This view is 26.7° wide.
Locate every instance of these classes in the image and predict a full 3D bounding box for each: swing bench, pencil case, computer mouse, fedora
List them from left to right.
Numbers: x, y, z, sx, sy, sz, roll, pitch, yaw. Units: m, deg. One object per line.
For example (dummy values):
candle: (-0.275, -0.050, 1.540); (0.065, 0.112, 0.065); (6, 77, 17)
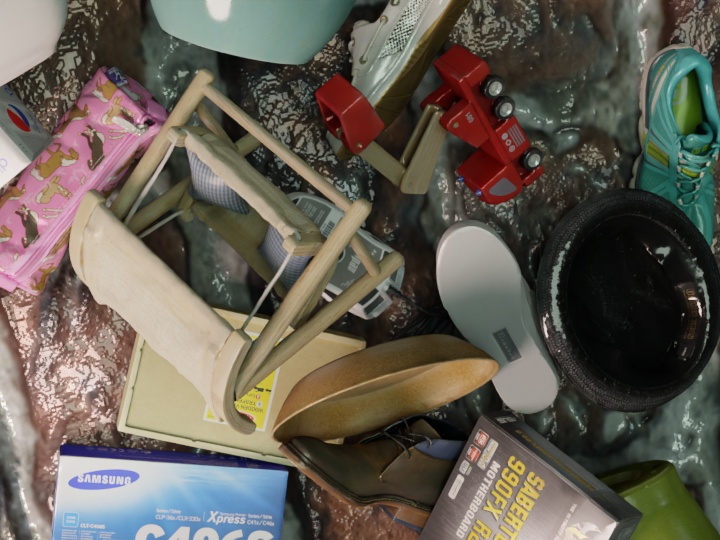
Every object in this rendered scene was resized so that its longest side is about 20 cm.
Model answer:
pencil case: (-0.241, -0.072, 1.253); (0.083, 0.087, 0.200); (40, 92, 8)
swing bench: (-0.110, -0.013, 1.214); (0.199, 0.130, 0.200); (40, 84, 26)
computer mouse: (0.000, 0.000, 1.333); (0.200, 0.044, 0.110); (35, 81, -14)
fedora: (0.223, 0.025, 1.347); (0.200, 0.092, 0.201); (-2, 94, -22)

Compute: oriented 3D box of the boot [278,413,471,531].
boot: (0.017, 0.154, 1.315); (0.200, 0.075, 0.097); (29, 97, -47)

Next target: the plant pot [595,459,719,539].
plant pot: (0.252, 0.281, 1.361); (0.200, 0.200, 0.193); (-22, 89, -7)

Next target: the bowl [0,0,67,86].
bowl: (-0.318, -0.187, 1.178); (0.199, 0.200, 0.075); (-31, 123, -6)

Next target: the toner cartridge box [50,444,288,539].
toner cartridge box: (-0.168, 0.209, 1.332); (0.199, 0.043, 0.095); (5, 96, -11)

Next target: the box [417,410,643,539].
box: (0.132, 0.248, 1.320); (0.048, 0.158, 0.200); (-2, 123, -51)

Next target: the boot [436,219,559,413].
boot: (0.115, 0.025, 1.319); (0.073, 0.096, 0.200); (-19, 119, 8)

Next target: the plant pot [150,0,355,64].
plant pot: (-0.084, -0.257, 1.210); (0.200, 0.201, 0.161); (12, 106, -12)

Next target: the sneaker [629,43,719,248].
sneaker: (0.286, -0.101, 1.355); (0.077, 0.080, 0.201); (-7, 100, -10)

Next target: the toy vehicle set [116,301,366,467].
toy vehicle set: (-0.104, 0.099, 1.337); (0.200, 0.027, 0.125); (14, 95, -12)

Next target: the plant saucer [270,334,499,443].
plant saucer: (0.016, 0.095, 1.264); (0.200, 0.200, 0.036); (-15, 74, -8)

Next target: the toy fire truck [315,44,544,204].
toy fire truck: (0.063, -0.112, 1.284); (0.141, 0.049, 0.200); (-40, 131, -5)

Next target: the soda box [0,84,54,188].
soda box: (-0.344, -0.064, 1.215); (0.200, 0.063, 0.068); (-36, 104, 19)

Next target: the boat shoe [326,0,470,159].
boat shoe: (0.023, -0.191, 1.304); (0.069, 0.071, 0.200); (36, 99, 13)
